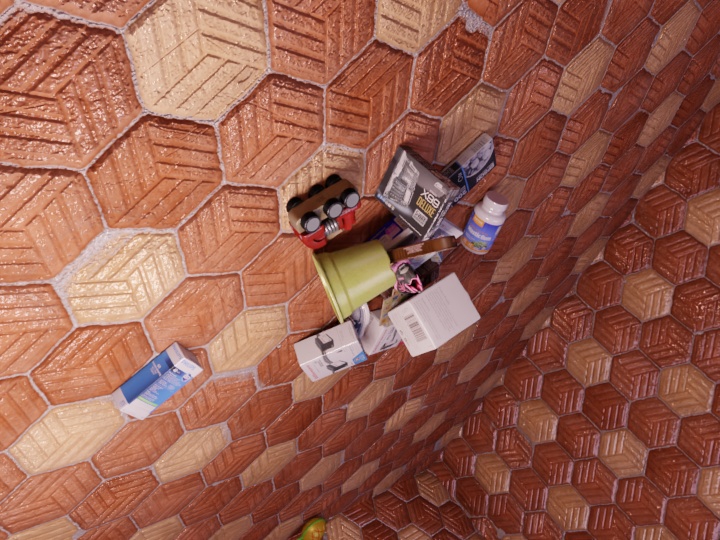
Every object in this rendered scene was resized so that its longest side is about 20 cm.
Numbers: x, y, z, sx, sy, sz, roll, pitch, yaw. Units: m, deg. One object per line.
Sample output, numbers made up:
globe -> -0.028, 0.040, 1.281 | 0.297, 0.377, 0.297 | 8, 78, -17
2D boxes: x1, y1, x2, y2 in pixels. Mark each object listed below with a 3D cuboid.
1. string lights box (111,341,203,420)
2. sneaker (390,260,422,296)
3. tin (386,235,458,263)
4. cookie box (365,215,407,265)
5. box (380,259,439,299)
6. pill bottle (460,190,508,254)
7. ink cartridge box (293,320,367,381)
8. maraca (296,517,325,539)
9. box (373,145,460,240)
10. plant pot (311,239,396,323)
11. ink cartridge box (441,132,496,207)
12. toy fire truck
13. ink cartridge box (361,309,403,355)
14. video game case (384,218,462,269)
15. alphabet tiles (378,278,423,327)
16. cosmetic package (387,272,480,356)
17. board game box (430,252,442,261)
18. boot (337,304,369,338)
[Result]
string lights box -> -0.509, 0.281, 1.496 | 0.199, 0.059, 0.103 | -40, 150, -7
sneaker -> 0.148, 0.040, 1.739 | 0.079, 0.095, 0.200 | -42, 152, -4
tin -> 0.163, -0.057, 1.587 | 0.198, 0.043, 0.112 | -14, 176, 26
cookie box -> 0.112, -0.065, 1.793 | 0.171, 0.075, 0.200 | -42, 150, -3
box -> 0.153, 0.024, 1.930 | 0.199, 0.100, 0.075 | -31, 148, -19
pill bottle -> 0.424, -0.164, 2.009 | 0.111, 0.112, 0.202 | -17, 141, -37
ink cartridge box -> -0.094, 0.259, 1.885 | 0.198, 0.084, 0.146 | -22, 146, 1
maraca -> -0.265, 1.396, 3.140 | 0.200, 0.107, 0.138 | -41, 136, -15
box -> 0.143, -0.201, 1.535 | 0.049, 0.200, 0.159 | -11, 138, -48
plant pot -> -0.010, 0.011, 1.583 | 0.182, 0.202, 0.201 | -24, 147, -6
ink cartridge box -> 0.330, -0.290, 1.808 | 0.198, 0.043, 0.200 | -43, 151, -3
toy fire truck -> -0.084, -0.117, 1.472 | 0.175, 0.129, 0.201 | -33, 139, -17
ink cartridge box -> 0.099, 0.207, 2.112 | 0.198, 0.083, 0.148 | -11, 138, -44
video game case -> 0.174, -0.080, 1.693 | 0.199, 0.023, 0.181 | -37, 148, 23
alphabet tiles -> 0.131, 0.102, 1.898 | 0.165, 0.006, 0.201 | -28, 148, -26
cosmetic package -> 0.226, 0.138, 1.835 | 0.198, 0.166, 0.165 | -28, 175, -26
board game box -> 0.221, -0.129, 1.806 | 0.200, 0.034, 0.136 | 53, 42, -60
boot -> -0.030, 0.173, 1.925 | 0.089, 0.073, 0.201 | -20, 144, -25
